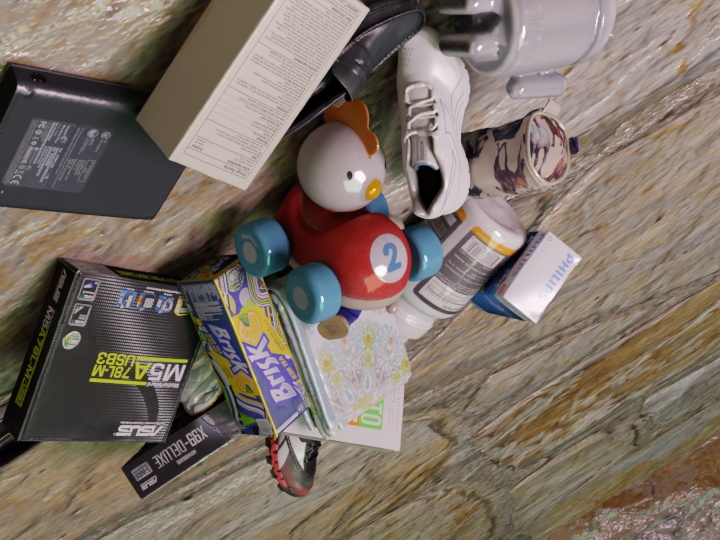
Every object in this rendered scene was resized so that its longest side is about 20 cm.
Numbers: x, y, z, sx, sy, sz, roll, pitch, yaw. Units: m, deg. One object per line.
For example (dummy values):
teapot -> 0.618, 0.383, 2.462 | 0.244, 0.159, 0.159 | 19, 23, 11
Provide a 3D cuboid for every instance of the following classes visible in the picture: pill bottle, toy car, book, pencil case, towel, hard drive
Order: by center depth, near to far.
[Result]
hard drive -> -0.248, -0.109, 0.947 | 0.199, 0.033, 0.140 | 4, 134, -44
toy car -> -0.011, -0.078, 1.090 | 0.184, 0.177, 0.201 | -21, 137, -37
pencil case -> 0.140, -0.123, 1.133 | 0.078, 0.090, 0.199 | 33, 159, -30
towel -> -0.025, 0.081, 1.260 | 0.048, 0.201, 0.171 | -7, -165, 43
book -> -0.037, 0.149, 1.314 | 0.199, 0.135, 0.048 | 15, 164, -31
pill bottle -> 0.108, -0.012, 1.327 | 0.116, 0.117, 0.200 | 11, 130, -49

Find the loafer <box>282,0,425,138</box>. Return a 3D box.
loafer -> -0.018, -0.193, 0.995 | 0.200, 0.071, 0.068 | -33, 150, 2

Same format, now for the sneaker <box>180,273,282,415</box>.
sneaker -> -0.171, 0.074, 1.247 | 0.200, 0.092, 0.076 | -52, -167, -3

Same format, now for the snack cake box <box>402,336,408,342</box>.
snack cake box -> -0.024, 0.109, 1.430 | 0.115, 0.067, 0.200 | 9, 131, -49

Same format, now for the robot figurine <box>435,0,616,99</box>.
robot figurine -> 0.172, -0.255, 1.033 | 0.199, 0.113, 0.171 | -15, 112, -26

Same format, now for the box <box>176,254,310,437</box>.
box -> -0.129, 0.085, 1.170 | 0.070, 0.064, 0.201 | -39, 117, -44

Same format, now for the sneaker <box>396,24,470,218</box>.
sneaker -> 0.073, -0.147, 1.054 | 0.074, 0.202, 0.087 | -5, -163, 19

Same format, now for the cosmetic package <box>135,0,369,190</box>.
cosmetic package -> -0.095, -0.181, 0.908 | 0.200, 0.073, 0.103 | -52, 144, 13

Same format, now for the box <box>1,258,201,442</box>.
box -> -0.270, 0.094, 1.138 | 0.199, 0.047, 0.194 | 13, 100, -50

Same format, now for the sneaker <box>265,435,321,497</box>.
sneaker -> -0.075, 0.209, 1.368 | 0.071, 0.097, 0.202 | -32, 121, -62

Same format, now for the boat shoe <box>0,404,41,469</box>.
boat shoe -> -0.365, 0.170, 1.221 | 0.199, 0.057, 0.069 | -30, 149, -3

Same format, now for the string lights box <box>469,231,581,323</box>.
string lights box -> 0.201, 0.006, 1.354 | 0.103, 0.059, 0.200 | -54, -169, -6

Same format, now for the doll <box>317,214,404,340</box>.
doll -> 0.000, 0.000, 1.227 | 0.048, 0.137, 0.200 | -32, -165, 43

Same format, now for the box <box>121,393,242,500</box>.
box -> -0.208, 0.206, 1.329 | 0.157, 0.050, 0.200 | -33, -177, 2
